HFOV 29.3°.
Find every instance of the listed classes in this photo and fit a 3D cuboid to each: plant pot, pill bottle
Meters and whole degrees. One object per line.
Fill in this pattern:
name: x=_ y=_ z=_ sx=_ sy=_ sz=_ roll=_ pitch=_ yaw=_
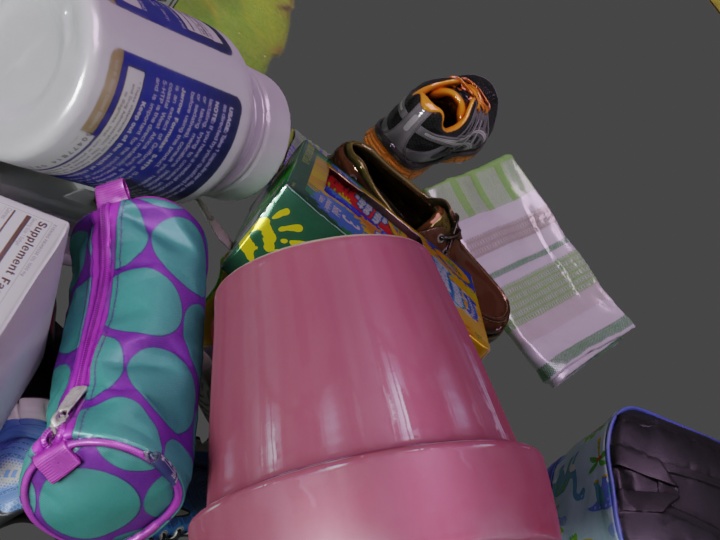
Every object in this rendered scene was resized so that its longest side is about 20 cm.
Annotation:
plant pot: x=-0.003 y=0.086 z=0.759 sx=0.199 sy=0.200 sz=0.180 roll=5 pitch=64 yaw=-39
pill bottle: x=-0.136 y=-0.105 z=0.844 sx=0.200 sy=0.119 sz=0.120 roll=16 pitch=43 yaw=-55

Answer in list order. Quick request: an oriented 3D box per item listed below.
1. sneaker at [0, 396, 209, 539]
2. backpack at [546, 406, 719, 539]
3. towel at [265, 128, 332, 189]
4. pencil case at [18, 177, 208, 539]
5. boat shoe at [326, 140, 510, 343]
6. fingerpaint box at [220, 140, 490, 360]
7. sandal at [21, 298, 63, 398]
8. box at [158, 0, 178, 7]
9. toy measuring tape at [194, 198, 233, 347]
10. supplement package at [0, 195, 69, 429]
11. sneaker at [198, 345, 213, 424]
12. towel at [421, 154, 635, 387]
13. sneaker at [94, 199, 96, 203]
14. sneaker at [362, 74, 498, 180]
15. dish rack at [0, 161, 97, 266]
sneaker: x=-0.131 y=0.144 z=0.808 sx=0.199 sy=0.079 sz=0.090 roll=16 pitch=56 yaw=-22
backpack: x=0.215 y=0.209 z=0.985 sx=0.199 sy=0.147 sz=0.184 roll=28 pitch=41 yaw=-25
towel: x=-0.017 y=-0.021 z=1.091 sx=0.143 sy=0.023 sz=0.201 roll=31 pitch=40 yaw=-15
pencil case: x=-0.131 y=0.049 z=0.761 sx=0.201 sy=0.085 sz=0.093 roll=-92 pitch=158 yaw=-46
boat shoe: x=0.046 y=-0.020 z=1.073 sx=0.200 sy=0.068 sz=0.072 roll=36 pitch=36 yaw=-11
fingerpaint box: x=0.000 y=0.000 z=0.944 sx=0.167 sy=0.073 sz=0.200 roll=39 pitch=11 yaw=-7
sandal: x=-0.227 y=0.012 z=0.853 sx=0.075 sy=0.045 sz=0.200 roll=-22 pitch=72 yaw=-50
box: x=-0.237 y=-0.284 z=1.106 sx=0.199 sy=0.060 sz=0.117 roll=18 pitch=45 yaw=-29
toy measuring tape: x=-0.102 y=0.012 z=0.942 sx=0.200 sy=0.074 sz=0.073 roll=50 pitch=38 yaw=4
supplement package: x=-0.271 y=0.009 z=0.723 sx=0.199 sy=0.114 sz=0.110 roll=22 pitch=41 yaw=-2
sneaker: x=-0.019 y=0.105 z=0.889 sx=0.106 sy=0.075 sz=0.200 roll=-43 pitch=102 yaw=-17
towel: x=0.149 y=-0.006 z=1.205 sx=0.149 sy=0.031 sz=0.201 roll=-24 pitch=78 yaw=-51
sneaker: x=-0.186 y=-0.114 z=0.987 sx=0.112 sy=0.071 sz=0.200 roll=-21 pitch=69 yaw=-46
sneaker: x=0.082 y=-0.142 z=1.248 sx=0.078 sy=0.077 sz=0.200 roll=45 pitch=37 yaw=4
dish rack: x=-0.248 y=-0.090 z=0.860 sx=0.200 sy=0.044 sz=0.171 roll=48 pitch=15 yaw=28
